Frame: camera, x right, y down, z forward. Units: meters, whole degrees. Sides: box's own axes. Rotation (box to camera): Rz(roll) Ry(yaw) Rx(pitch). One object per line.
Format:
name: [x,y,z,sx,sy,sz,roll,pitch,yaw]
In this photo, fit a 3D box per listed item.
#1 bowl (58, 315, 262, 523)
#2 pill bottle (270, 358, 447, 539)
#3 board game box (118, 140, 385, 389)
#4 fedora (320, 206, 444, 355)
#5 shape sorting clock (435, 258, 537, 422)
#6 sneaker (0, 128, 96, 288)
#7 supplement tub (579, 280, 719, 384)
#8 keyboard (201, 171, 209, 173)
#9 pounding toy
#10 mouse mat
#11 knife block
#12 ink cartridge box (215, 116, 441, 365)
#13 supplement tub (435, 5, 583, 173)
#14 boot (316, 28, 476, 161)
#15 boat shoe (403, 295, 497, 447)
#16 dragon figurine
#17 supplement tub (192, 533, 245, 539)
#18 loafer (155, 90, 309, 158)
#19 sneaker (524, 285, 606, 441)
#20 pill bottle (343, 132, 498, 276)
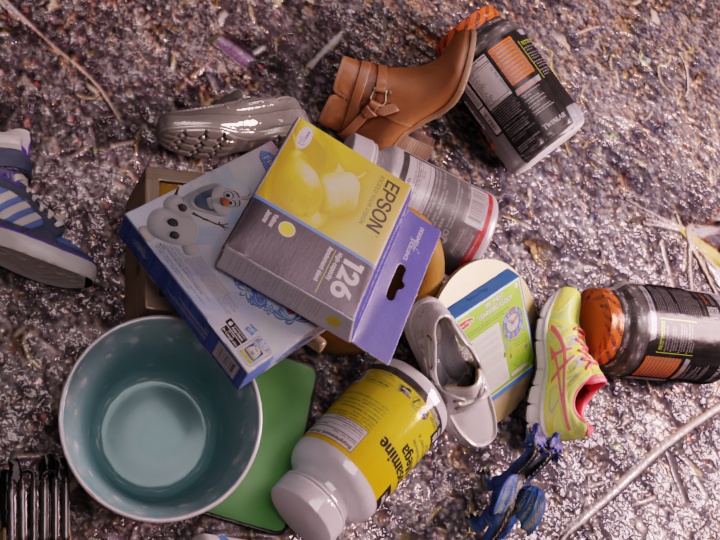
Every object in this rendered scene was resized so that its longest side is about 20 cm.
bowl: [-0.204,0.157,1.103,0.198,0.105,0.204,5,70,-14]
pill bottle: [-0.002,0.198,1.186,0.113,0.112,0.200,47,58,-1]
board game box: [-0.107,-0.012,1.105,0.198,0.043,0.201,-32,77,-36]
fedora: [0.000,0.000,1.258,0.198,0.203,0.082,1,30,-25]
shape sorting clock: [0.147,0.087,1.312,0.198,0.039,0.203,-7,101,-42]
sneaker: [-0.354,-0.080,1.152,0.198,0.081,0.148,21,66,-10]
supplement tub: [0.377,0.080,1.409,0.197,0.122,0.124,8,66,-23]
keyboard: [-0.150,-0.096,1.299,0.198,0.011,0.057,-12,70,-29]
pounding toy: [-0.149,0.002,1.172,0.181,0.142,0.203,5,69,-23]
mouse mat: [-0.134,0.174,1.196,0.159,0.008,0.203,20,61,-17]
knife block: [-0.315,0.283,1.043,0.063,0.176,0.203,3,113,-23]
ink cartridge box: [-0.020,-0.034,1.108,0.198,0.047,0.199,28,50,-5]
supplement tub: [0.194,-0.241,1.446,0.122,0.122,0.201,-33,85,-32]
boot: [0.046,-0.235,1.362,0.153,0.074,0.202,26,100,-5]
boat shoe: [0.109,0.125,1.219,0.070,0.069,0.202,-34,114,-12]
dragon figurine: [0.172,0.269,1.247,0.058,0.099,0.202,31,60,-10]
supplement tub: [-0.082,0.341,1.080,0.197,0.132,0.134,15,63,-19]
loafer: [-0.154,-0.177,1.299,0.198,0.070,0.071,-5,66,-35]
sneaker: [0.263,0.117,1.342,0.078,0.089,0.203,30,64,-54]
pill bottle: [0.058,-0.080,1.329,0.198,0.114,0.115,25,61,-14]
